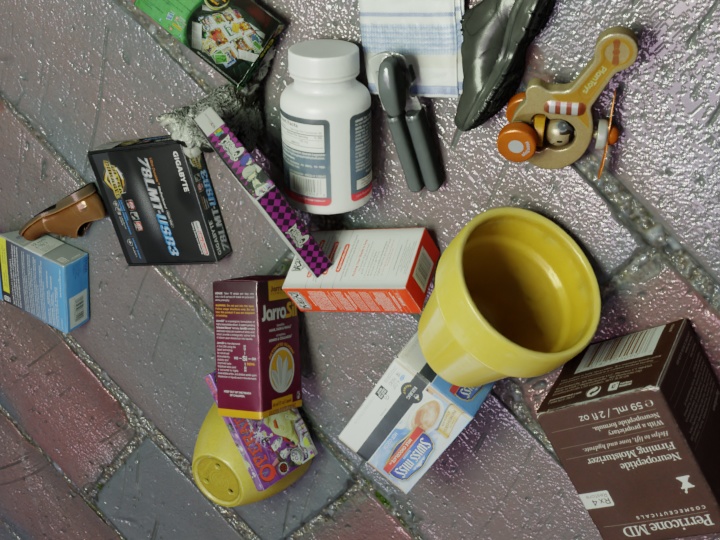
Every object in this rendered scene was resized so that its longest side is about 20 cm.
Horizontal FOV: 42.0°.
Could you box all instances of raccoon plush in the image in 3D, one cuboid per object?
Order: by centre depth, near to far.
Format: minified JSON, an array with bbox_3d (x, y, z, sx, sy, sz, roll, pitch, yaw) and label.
[{"bbox_3d":[-0.199,-0.245,1.325,0.133,0.096,0.202,34,98,29],"label":"raccoon plush"}]

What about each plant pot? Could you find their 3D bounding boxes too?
[{"bbox_3d":[0.167,0.053,1.179,0.201,0.201,0.189,44,145,3],"label":"plant pot"},{"bbox_3d":[-0.199,0.308,1.561,0.198,0.142,0.202,15,122,25],"label":"plant pot"}]

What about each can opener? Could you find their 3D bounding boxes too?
[{"bbox_3d":[0.053,-0.180,1.173,0.052,0.067,0.201,2,133,31],"label":"can opener"}]

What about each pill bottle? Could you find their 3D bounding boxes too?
[{"bbox_3d":[-0.044,-0.187,1.212,0.118,0.120,0.202,14,121,25],"label":"pill bottle"}]

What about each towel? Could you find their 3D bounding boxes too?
[{"bbox_3d":[0.064,-0.309,1.142,0.145,0.024,0.202,7,118,29],"label":"towel"}]

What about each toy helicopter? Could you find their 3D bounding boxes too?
[{"bbox_3d":[0.251,-0.186,1.056,0.131,0.079,0.201,28,136,-6],"label":"toy helicopter"}]

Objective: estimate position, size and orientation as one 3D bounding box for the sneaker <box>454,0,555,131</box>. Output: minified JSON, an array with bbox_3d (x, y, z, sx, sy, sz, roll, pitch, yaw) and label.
[{"bbox_3d":[0.151,-0.259,1.094,0.090,0.076,0.202,35,120,19],"label":"sneaker"}]

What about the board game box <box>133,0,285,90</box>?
[{"bbox_3d":[-0.203,-0.341,1.251,0.200,0.023,0.105,40,104,14],"label":"board game box"}]

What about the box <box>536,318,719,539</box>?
[{"bbox_3d":[0.349,0.198,1.149,0.165,0.164,0.202,-22,103,38],"label":"box"}]

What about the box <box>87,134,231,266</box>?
[{"bbox_3d":[-0.314,-0.107,1.469,0.196,0.050,0.202,0,116,32],"label":"box"}]

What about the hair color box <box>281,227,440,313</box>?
[{"bbox_3d":[0.000,0.000,1.291,0.198,0.102,0.061,1,145,32],"label":"hair color box"}]

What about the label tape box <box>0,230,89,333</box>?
[{"bbox_3d":[-0.581,0.006,1.684,0.198,0.066,0.145,24,125,22],"label":"label tape box"}]

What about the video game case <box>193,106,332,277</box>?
[{"bbox_3d":[-0.128,-0.101,1.246,0.182,0.036,0.200,50,177,36],"label":"video game case"}]

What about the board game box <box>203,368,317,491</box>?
[{"bbox_3d":[-0.156,0.230,1.490,0.032,0.119,0.202,-19,97,56],"label":"board game box"}]

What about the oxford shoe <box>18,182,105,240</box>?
[{"bbox_3d":[-0.507,-0.080,1.590,0.198,0.071,0.072,-19,109,36],"label":"oxford shoe"}]

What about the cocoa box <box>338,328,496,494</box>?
[{"bbox_3d":[0.085,0.188,1.326,0.131,0.133,0.201,38,129,7],"label":"cocoa box"}]

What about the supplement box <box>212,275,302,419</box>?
[{"bbox_3d":[-0.153,0.111,1.407,0.085,0.110,0.203,0,94,30],"label":"supplement box"}]
